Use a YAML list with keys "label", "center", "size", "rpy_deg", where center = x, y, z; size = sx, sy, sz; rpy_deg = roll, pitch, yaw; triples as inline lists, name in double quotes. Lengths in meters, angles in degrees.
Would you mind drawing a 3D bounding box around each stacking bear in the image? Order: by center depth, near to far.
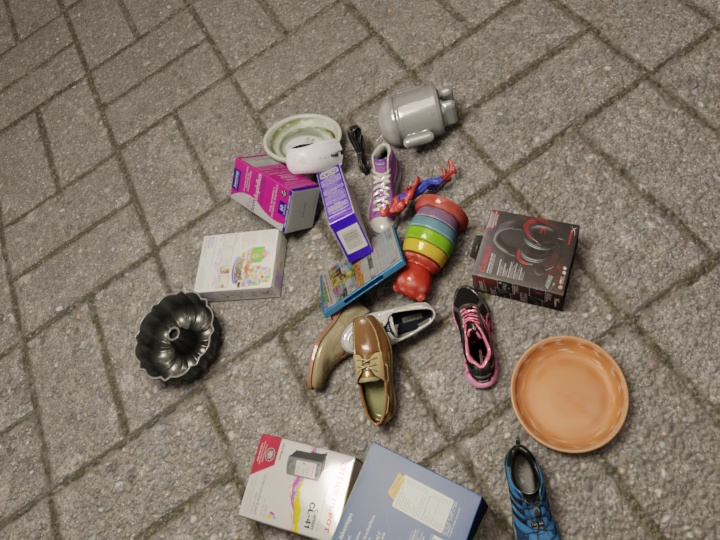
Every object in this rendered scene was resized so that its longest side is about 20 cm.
- label: "stacking bear"
  center: [0.132, -0.039, 1.198]
  size: [0.118, 0.114, 0.205]
  rpy_deg: [20, 77, 14]

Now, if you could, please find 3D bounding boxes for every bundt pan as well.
- label: "bundt pan"
  center: [-0.391, 0.152, 1.287]
  size: [0.195, 0.076, 0.208]
  rpy_deg: [-8, 61, 14]

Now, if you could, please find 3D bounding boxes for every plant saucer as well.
- label: "plant saucer"
  center: [0.362, 0.217, 1.030]
  size: [0.193, 0.038, 0.206]
  rpy_deg: [-7, 62, 13]
- label: "plant saucer"
  center: [-0.139, -0.308, 1.440]
  size: [0.193, 0.051, 0.204]
  rpy_deg: [-3, 46, 3]

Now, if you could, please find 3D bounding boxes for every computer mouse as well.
- label: "computer mouse"
  center: [-0.073, -0.260, 1.345]
  size: [0.194, 0.113, 0.044]
  rpy_deg: [-16, 21, -18]

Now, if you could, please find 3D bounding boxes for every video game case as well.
- label: "video game case"
  center: [0.000, 0.000, 1.212]
  size: [0.197, 0.018, 0.145]
  rpy_deg: [-34, 30, 13]

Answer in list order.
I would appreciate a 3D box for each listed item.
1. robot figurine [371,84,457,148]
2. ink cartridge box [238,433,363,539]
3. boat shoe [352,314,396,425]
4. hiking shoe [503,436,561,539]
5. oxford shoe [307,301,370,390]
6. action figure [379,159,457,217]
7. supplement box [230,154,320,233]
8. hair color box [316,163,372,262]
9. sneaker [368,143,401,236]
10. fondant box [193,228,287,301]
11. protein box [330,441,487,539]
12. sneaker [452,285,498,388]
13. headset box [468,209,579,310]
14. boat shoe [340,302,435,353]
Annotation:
- label: "robot figurine"
  center: [0.124, -0.356, 1.359]
  size: [0.194, 0.114, 0.174]
  rpy_deg: [-14, 55, 10]
- label: "ink cartridge box"
  center: [-0.102, 0.395, 1.063]
  size: [0.194, 0.086, 0.152]
  rpy_deg: [6, 65, 22]
- label: "boat shoe"
  center: [0.024, 0.186, 1.087]
  size: [0.073, 0.074, 0.207]
  rpy_deg: [-13, 91, 15]
- label: "hiking shoe"
  center: [0.271, 0.381, 0.945]
  size: [0.072, 0.087, 0.205]
  rpy_deg: [-18, 60, 8]
- label: "oxford shoe"
  center: [-0.044, 0.151, 1.180]
  size: [0.073, 0.071, 0.204]
  rpy_deg: [19, 72, 20]
- label: "action figure"
  center: [0.118, -0.172, 1.271]
  size: [0.198, 0.065, 0.052]
  rpy_deg: [-37, 92, -19]
- label: "supplement box"
  center: [-0.198, -0.181, 1.361]
  size: [0.198, 0.102, 0.104]
  rpy_deg: [32, 121, 30]
- label: "hair color box"
  center: [-0.036, -0.126, 1.261]
  size: [0.063, 0.111, 0.203]
  rpy_deg: [-22, 39, 7]
- label: "sneaker"
  center: [0.044, -0.183, 1.297]
  size: [0.070, 0.115, 0.207]
  rpy_deg: [-2, 64, 14]
- label: "fondant box"
  center: [-0.272, -0.011, 1.344]
  size: [0.193, 0.059, 0.149]
  rpy_deg: [-5, 62, 17]
- label: "protein box"
  center: [0.078, 0.426, 0.957]
  size: [0.195, 0.136, 0.203]
  rpy_deg: [18, 70, 25]
- label: "sneaker"
  center: [0.213, 0.110, 1.101]
  size: [0.077, 0.096, 0.205]
  rpy_deg: [-15, 58, 11]
- label: "headset box"
  center: [0.312, -0.025, 1.148]
  size: [0.195, 0.075, 0.152]
  rpy_deg: [14, 69, 24]
- label: "boat shoe"
  center: [0.054, 0.107, 1.144]
  size: [0.195, 0.065, 0.076]
  rpy_deg: [-24, 88, -6]
